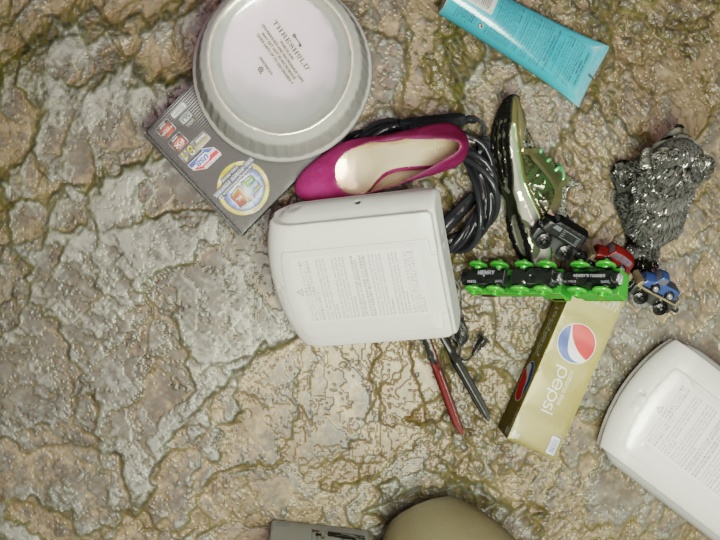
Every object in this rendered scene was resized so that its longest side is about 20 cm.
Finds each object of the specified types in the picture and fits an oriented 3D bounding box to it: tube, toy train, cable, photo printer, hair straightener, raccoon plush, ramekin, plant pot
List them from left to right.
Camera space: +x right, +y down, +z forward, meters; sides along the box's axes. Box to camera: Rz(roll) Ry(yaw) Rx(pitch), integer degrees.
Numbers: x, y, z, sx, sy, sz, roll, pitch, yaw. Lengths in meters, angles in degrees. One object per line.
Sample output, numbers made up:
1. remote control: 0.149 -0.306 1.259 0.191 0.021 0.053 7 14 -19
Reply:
1. ramekin: -0.085 -0.219 1.139 0.198 0.094 0.206 0 92 -2
2. photo printer: 0.000 0.000 1.161 0.196 0.070 0.169 -6 118 15
3. cable: 0.059 -0.093 1.221 0.196 0.051 0.166 -7 100 2
4. plant pot: 0.093 0.334 1.180 0.198 0.201 0.136 -23 59 -1
5. hair straightener: 0.110 0.083 1.235 0.076 0.041 0.203 -22 89 -1
6. tube: 0.185 -0.270 1.217 0.198 0.050 0.078 28 95 -8
7. toy train: 0.203 0.013 1.176 0.198 0.056 0.042 0 71 39
8. toy train: 0.279 -0.008 1.182 0.198 0.034 0.046 28 113 -13
9. raccoon plush: 0.347 -0.058 1.185 0.095 0.134 0.204 -9 93 -3
10. photo printer: 0.384 0.191 1.230 0.199 0.069 0.168 36 91 -3

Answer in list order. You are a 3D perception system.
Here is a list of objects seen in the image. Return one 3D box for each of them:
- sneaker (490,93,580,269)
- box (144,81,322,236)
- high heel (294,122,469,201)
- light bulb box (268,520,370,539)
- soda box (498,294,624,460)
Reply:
1. sneaker: 0.205 -0.105 1.217 0.087 0.077 0.204 -15 100 -12
2. box: -0.120 -0.166 1.207 0.200 0.044 0.160 -44 93 0
3. high heel: 0.021 -0.112 1.145 0.196 0.096 0.069 -11 97 4
4. light bulb box: -0.052 0.401 1.156 0.122 0.200 0.202 6 92 -3
5. soda box: 0.230 0.108 1.221 0.063 0.068 0.203 24 91 -3
